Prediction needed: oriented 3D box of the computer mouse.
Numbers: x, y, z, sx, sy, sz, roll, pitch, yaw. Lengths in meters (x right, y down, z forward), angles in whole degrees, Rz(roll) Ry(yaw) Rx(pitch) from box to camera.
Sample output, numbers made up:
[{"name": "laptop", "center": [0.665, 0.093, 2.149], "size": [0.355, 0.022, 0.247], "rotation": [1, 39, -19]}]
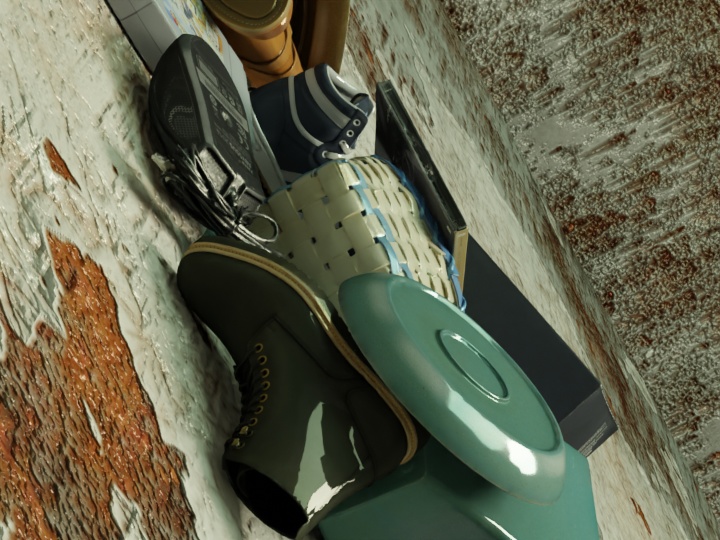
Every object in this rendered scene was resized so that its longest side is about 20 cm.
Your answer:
[{"name": "computer mouse", "center": [-0.116, -0.087, 1.485], "size": [0.139, 0.052, 0.201], "rotation": [48, 20, -42]}]

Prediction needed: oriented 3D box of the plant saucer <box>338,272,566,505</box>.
[{"name": "plant saucer", "center": [0.067, 0.069, 1.377], "size": [0.200, 0.027, 0.200], "rotation": [40, 15, -13]}]

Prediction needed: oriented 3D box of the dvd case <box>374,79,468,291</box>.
[{"name": "dvd case", "center": [0.044, -0.034, 1.655], "size": [0.201, 0.016, 0.149], "rotation": [91, -24, -58]}]

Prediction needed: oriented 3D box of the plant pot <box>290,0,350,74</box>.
[{"name": "plant pot", "center": [-0.047, -0.218, 1.890], "size": [0.200, 0.027, 0.202], "rotation": [-173, -90, -76]}]

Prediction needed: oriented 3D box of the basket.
[{"name": "basket", "center": [0.000, 0.000, 1.580], "size": [0.177, 0.139, 0.200], "rotation": [64, 18, 17]}]

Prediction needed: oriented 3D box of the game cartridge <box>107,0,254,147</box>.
[{"name": "game cartridge", "center": [-0.142, -0.183, 1.626], "size": [0.201, 0.041, 0.134], "rotation": [56, 9, -33]}]

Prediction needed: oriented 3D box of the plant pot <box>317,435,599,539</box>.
[{"name": "plant pot", "center": [0.058, 0.164, 1.454], "size": [0.200, 0.140, 0.142], "rotation": [44, 31, -41]}]

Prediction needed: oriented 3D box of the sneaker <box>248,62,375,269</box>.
[{"name": "sneaker", "center": [-0.018, -0.076, 1.753], "size": [0.201, 0.108, 0.070], "rotation": [61, 12, -13]}]

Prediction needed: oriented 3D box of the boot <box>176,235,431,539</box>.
[{"name": "boot", "center": [-0.066, 0.071, 1.319], "size": [0.199, 0.078, 0.138], "rotation": [36, 44, 16]}]

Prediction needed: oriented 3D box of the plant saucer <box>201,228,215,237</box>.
[{"name": "plant saucer", "center": [-0.062, 0.064, 1.475], "size": [0.201, 0.019, 0.070], "rotation": [59, 12, -28]}]

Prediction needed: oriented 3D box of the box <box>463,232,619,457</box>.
[{"name": "box", "center": [0.122, 0.082, 1.867], "size": [0.200, 0.104, 0.182], "rotation": [49, -2, 20]}]

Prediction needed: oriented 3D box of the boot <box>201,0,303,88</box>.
[{"name": "boot", "center": [-0.081, -0.199, 1.758], "size": [0.155, 0.073, 0.200], "rotation": [63, -6, -36]}]
